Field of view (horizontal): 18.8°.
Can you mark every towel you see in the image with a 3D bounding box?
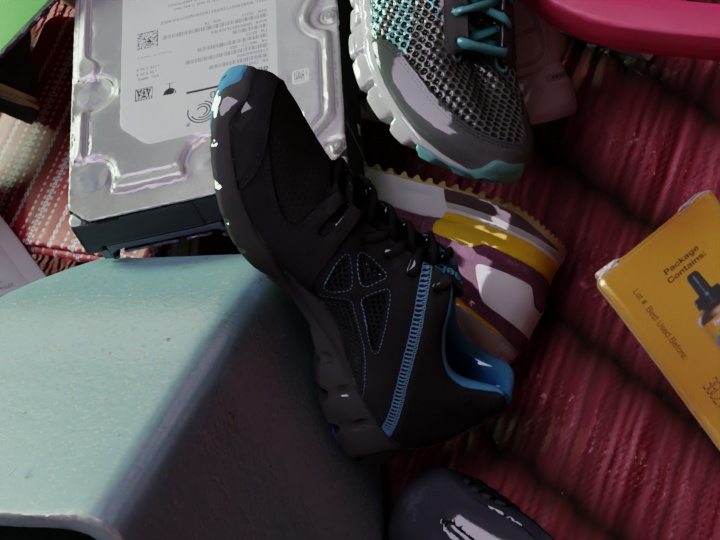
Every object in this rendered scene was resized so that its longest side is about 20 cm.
[{"bbox_3d":[-0.137,-0.071,1.153,0.200,0.022,0.145,8,71,49],"label":"towel"}]

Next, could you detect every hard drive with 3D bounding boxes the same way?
[{"bbox_3d":[-0.072,-0.106,1.060,0.140,0.038,0.200,-11,55,12],"label":"hard drive"}]

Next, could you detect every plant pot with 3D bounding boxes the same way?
[{"bbox_3d":[-0.098,0.100,0.991,0.196,0.196,0.200,-1,42,35],"label":"plant pot"}]

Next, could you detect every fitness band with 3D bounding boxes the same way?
[{"bbox_3d":[0.161,-0.169,1.022,0.200,0.037,0.144,6,75,8],"label":"fitness band"}]

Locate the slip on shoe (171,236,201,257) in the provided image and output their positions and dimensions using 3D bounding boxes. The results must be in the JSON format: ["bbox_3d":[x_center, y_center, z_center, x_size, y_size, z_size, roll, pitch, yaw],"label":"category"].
[{"bbox_3d":[-0.097,-0.052,1.163,0.074,0.061,0.200,-27,47,34],"label":"slip on shoe"}]

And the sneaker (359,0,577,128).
[{"bbox_3d":[0.016,-0.114,1.101,0.200,0.075,0.081,3,105,31],"label":"sneaker"}]

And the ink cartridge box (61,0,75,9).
[{"bbox_3d":[-0.141,-0.206,1.290,0.117,0.067,0.200,-52,46,-2],"label":"ink cartridge box"}]

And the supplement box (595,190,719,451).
[{"bbox_3d":[0.178,0.058,0.901,0.067,0.069,0.200,-38,49,8],"label":"supplement box"}]

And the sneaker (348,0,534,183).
[{"bbox_3d":[0.039,-0.133,0.988,0.091,0.078,0.200,-46,54,41],"label":"sneaker"}]

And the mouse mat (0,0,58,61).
[{"bbox_3d":[-0.222,-0.148,1.156,0.161,0.008,0.200,-46,38,0],"label":"mouse mat"}]

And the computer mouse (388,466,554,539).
[{"bbox_3d":[0.078,0.143,0.939,0.200,0.034,0.059,32,83,43],"label":"computer mouse"}]

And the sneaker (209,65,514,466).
[{"bbox_3d":[0.001,-0.009,0.952,0.082,0.200,0.073,-16,28,23],"label":"sneaker"}]

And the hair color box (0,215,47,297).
[{"bbox_3d":[-0.244,-0.002,1.137,0.200,0.111,0.064,51,140,24],"label":"hair color box"}]

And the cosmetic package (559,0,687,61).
[{"bbox_3d":[0.133,-0.218,1.116,0.151,0.052,0.200,25,79,43],"label":"cosmetic package"}]

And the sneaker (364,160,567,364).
[{"bbox_3d":[0.000,0.000,1.057,0.200,0.075,0.090,12,69,41],"label":"sneaker"}]

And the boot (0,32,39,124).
[{"bbox_3d":[-0.200,-0.170,1.199,0.138,0.077,0.200,-60,34,9],"label":"boot"}]
